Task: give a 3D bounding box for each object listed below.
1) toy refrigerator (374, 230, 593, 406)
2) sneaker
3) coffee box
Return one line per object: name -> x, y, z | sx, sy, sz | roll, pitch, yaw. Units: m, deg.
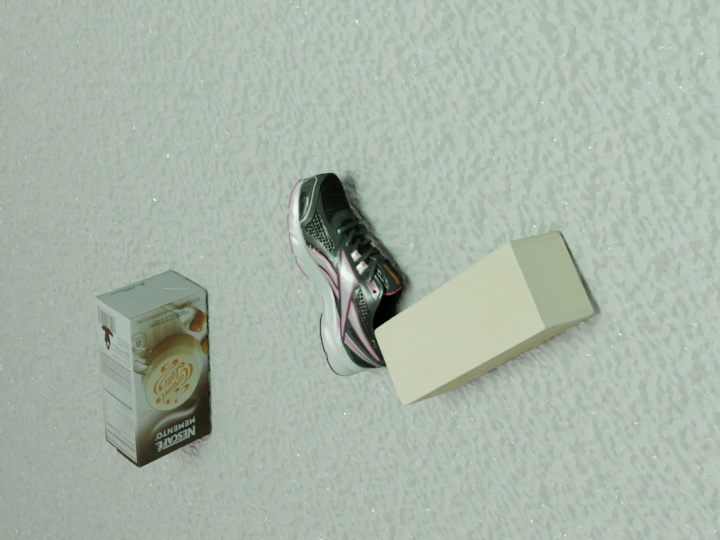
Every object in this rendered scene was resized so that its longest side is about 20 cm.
toy refrigerator -> 0.102, 0.044, 0.957 | 0.200, 0.069, 0.077 | -38, 70, 49
sneaker -> 0.000, 0.000, 1.062 | 0.086, 0.080, 0.202 | -6, 109, 37
coffee box -> -0.248, 0.118, 1.353 | 0.079, 0.114, 0.202 | 25, 125, 40
